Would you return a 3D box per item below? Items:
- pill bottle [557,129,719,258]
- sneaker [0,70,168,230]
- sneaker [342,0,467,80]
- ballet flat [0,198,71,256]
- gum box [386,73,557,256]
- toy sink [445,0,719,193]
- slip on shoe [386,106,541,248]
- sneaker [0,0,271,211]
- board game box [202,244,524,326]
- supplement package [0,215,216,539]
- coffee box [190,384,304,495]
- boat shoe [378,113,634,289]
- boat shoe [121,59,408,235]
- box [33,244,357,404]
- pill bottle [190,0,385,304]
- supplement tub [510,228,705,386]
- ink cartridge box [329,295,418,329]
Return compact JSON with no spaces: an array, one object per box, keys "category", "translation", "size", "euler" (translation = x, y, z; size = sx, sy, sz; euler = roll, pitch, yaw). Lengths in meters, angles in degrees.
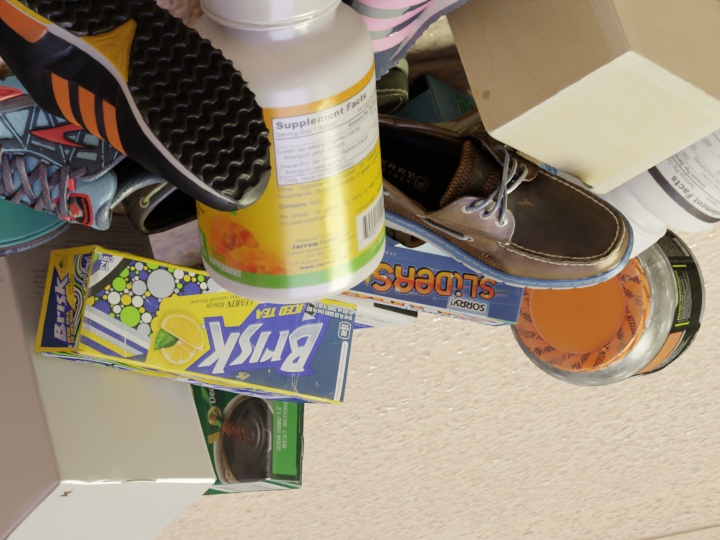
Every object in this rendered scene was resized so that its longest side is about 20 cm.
[{"category":"pill bottle","translation":[0.231,-0.096,1.744],"size":[0.200,0.112,0.111],"euler":[-38,149,26]},{"category":"sneaker","translation":[-0.178,-0.069,1.570],"size":[0.199,0.096,0.079],"euler":[-14,154,-8]},{"category":"sneaker","translation":[0.008,-0.172,1.540],"size":[0.082,0.070,0.200],"euler":[26,138,-24]},{"category":"ballet flat","translation":[-0.276,-0.035,1.631],"size":[0.199,0.075,0.074],"euler":[-7,153,-18]},{"category":"gum box","translation":[0.038,-0.050,1.809],"size":[0.170,0.045,0.200],"euler":[-30,153,24]},{"category":"toy sink","translation":[0.147,-0.134,1.612],"size":[0.112,0.131,0.200],"euler":[-30,153,26]},{"category":"slip on shoe","translation":[0.090,-0.074,1.688],"size":[0.199,0.061,0.076],"euler":[-22,143,-24]},{"category":"sneaker","translation":[-0.133,-0.101,1.456],"size":[0.070,0.200,0.090],"euler":[-46,179,-33]},{"category":"board game box","translation":[0.000,0.000,1.683],"size":[0.199,0.035,0.135],"euler":[11,178,-1]},{"category":"supplement package","translation":[-0.195,0.077,1.733],"size":[0.121,0.201,0.120],"euler":[3,148,-36]},{"category":"coffee box","translation":[-0.125,0.097,1.840],"size":[0.199,0.124,0.044],"euler":[-6,167,39]},{"category":"boat shoe","translation":[0.068,-0.043,1.593],"size":[0.199,0.073,0.072],"euler":[16,163,10]},{"category":"boat shoe","translation":[-0.059,-0.080,1.667],"size":[0.201,0.060,0.072],"euler":[-19,153,4]},{"category":"box","translation":[-0.103,0.037,1.684],"size":[0.199,0.070,0.064],"euler":[13,172,-32]},{"category":"pill bottle","translation":[-0.046,-0.092,1.517],"size":[0.111,0.111,0.201],"euler":[-12,122,-12]},{"category":"supplement tub","translation":[0.175,0.020,1.891],"size":[0.122,0.123,0.200],"euler":[-24,173,14]},{"category":"ink cartridge box","translation":[-0.061,0.023,1.852],"size":[0.094,0.037,0.200],"euler":[15,163,-43]}]
